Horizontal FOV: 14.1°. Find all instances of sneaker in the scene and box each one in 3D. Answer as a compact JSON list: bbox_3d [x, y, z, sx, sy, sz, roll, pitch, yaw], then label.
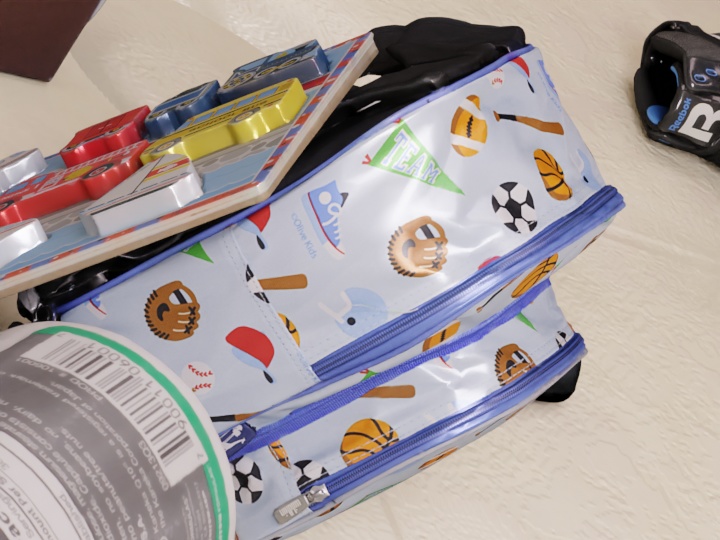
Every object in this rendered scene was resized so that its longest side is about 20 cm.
[{"bbox_3d":[0.216,-0.062,1.559,0.112,0.073,0.200,6,30,-40],"label":"sneaker"}]

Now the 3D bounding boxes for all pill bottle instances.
[{"bbox_3d":[-0.124,0.094,0.834,0.113,0.113,0.200,39,27,8],"label":"pill bottle"}]

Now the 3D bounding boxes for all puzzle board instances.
[{"bbox_3d":[-0.100,-0.025,0.989,0.017,0.199,0.151,64,22,-14],"label":"puzzle board"}]

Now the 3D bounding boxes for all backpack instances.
[{"bbox_3d":[0.000,0.000,1.053,0.154,0.190,0.200,52,26,-4],"label":"backpack"}]

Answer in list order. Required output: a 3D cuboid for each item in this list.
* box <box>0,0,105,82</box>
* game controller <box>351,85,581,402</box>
[{"bbox_3d":[-0.193,-0.151,1.177,0.199,0.100,0.075,12,34,-39],"label":"box"},{"bbox_3d":[0.023,-0.018,1.294,0.104,0.042,0.200,25,24,-52],"label":"game controller"}]
